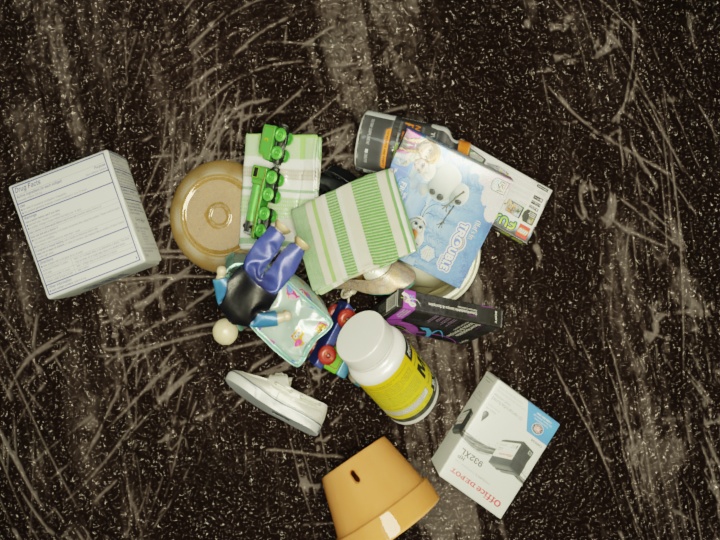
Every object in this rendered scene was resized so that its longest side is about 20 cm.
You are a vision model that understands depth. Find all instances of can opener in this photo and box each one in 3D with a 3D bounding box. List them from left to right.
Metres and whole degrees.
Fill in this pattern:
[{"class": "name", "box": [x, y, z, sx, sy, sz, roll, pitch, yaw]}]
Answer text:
[{"class": "can opener", "box": [-0.093, -0.165, 1.116, 0.195, 0.079, 0.064, 24, 130, 0]}]

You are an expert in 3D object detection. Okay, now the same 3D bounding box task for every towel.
[{"class": "towel", "box": [-0.142, -0.136, 1.075, 0.144, 0.031, 0.208, 3, 91, 8]}, {"class": "towel", "box": [-0.013, -0.064, 1.005, 0.195, 0.023, 0.157, -22, 78, 22]}]

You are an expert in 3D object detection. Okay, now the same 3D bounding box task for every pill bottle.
[{"class": "pill bottle", "box": [0.047, 0.167, 1.051, 0.114, 0.115, 0.201, -40, 129, -1]}, {"class": "pill bottle", "box": [0.093, -0.208, 1.076, 0.193, 0.106, 0.110, 13, 91, 8]}]

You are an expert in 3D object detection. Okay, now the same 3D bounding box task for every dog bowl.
[{"class": "dog bowl", "box": [0.117, -0.034, 1.114, 0.193, 0.074, 0.208, 0, 92, -2]}]

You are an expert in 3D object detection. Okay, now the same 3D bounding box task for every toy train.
[{"class": "toy train", "box": [-0.161, -0.150, 1.049, 0.055, 0.042, 0.207, 13, 91, 20]}, {"class": "toy train", "box": [-0.002, 0.101, 1.117, 0.114, 0.084, 0.204, 31, 83, -19]}]

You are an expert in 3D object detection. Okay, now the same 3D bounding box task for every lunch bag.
[{"class": "lunch bag", "box": [-0.155, 0.050, 1.045, 0.199, 0.170, 0.123, 39, 90, -14]}]

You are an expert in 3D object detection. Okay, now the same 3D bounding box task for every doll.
[{"class": "doll", "box": [-0.156, 0.029, 0.932, 0.135, 0.048, 0.202, 38, 88, -9]}]

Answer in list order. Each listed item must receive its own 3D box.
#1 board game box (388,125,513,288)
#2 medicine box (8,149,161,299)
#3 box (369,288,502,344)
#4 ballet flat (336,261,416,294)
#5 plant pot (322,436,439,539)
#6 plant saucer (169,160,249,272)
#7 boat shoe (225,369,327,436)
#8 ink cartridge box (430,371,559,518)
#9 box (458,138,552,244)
[{"class": "board game box", "box": [0.123, -0.103, 1.025, 0.194, 0.044, 0.205, 24, 109, -3]}, {"class": "medicine box", "box": [-0.475, -0.079, 1.073, 0.177, 0.103, 0.206, -20, 92, -2]}, {"class": "box", "box": [0.126, 0.083, 1.061, 0.194, 0.143, 0.037, 10, 69, -16]}, {"class": "ballet flat", "box": [0.000, 0.000, 1.046, 0.195, 0.069, 0.068, -2, 133, 33]}, {"class": "plant pot", "box": [0.022, 0.389, 1.072, 0.197, 0.200, 0.142, -32, 76, -1]}, {"class": "plant saucer", "box": [-0.254, -0.099, 1.115, 0.193, 0.035, 0.208, 0, 91, -2]}, {"class": "boat shoe", "box": [-0.150, 0.223, 1.119, 0.196, 0.071, 0.071, 28, 63, 1]}, {"class": "ink cartridge box", "box": [0.244, 0.316, 1.122, 0.143, 0.084, 0.203, 34, 90, -3]}, {"class": "box", "box": [0.243, -0.145, 1.135, 0.196, 0.035, 0.112, 28, 90, -3]}]
